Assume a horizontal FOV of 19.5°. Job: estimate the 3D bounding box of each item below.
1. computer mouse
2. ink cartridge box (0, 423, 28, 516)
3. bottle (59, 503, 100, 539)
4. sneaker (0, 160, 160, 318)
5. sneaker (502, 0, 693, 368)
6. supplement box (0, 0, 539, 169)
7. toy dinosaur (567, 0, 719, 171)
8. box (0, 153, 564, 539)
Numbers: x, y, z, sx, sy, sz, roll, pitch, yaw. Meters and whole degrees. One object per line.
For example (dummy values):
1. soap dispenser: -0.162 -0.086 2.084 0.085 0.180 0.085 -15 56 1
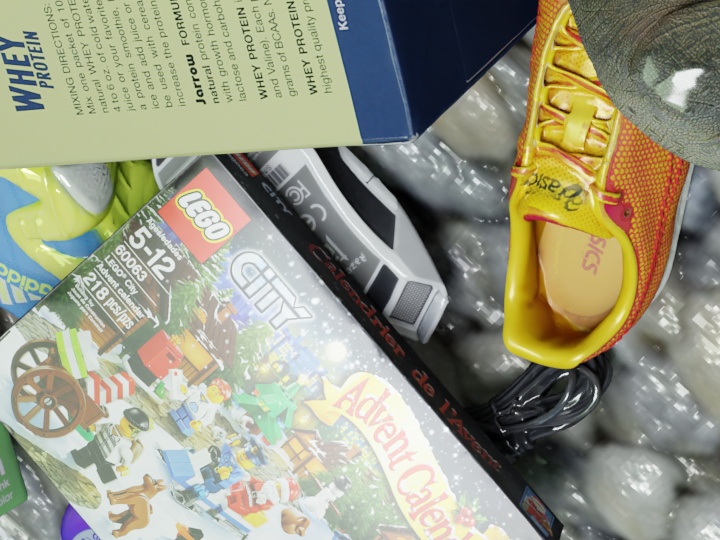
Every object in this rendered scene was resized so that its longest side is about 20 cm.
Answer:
1. computer mouse: 0.000 0.000 0.833 0.200 0.044 0.110 49 123 -1
2. ink cartridge box: -0.242 0.018 0.925 0.145 0.084 0.201 12 122 44
3. bottle: -0.093 0.126 0.936 0.083 0.065 0.201 21 123 18
4. sneaker: -0.148 -0.046 0.870 0.105 0.076 0.200 -22 104 35
5. sneaker: 0.089 -0.055 0.740 0.073 0.077 0.201 13 119 24
6. supplement box: -0.064 -0.153 0.732 0.199 0.134 0.201 -3 114 28
7. toy dinosaur: 0.128 -0.070 0.679 0.199 0.077 0.103 22 89 -20
8. box: -0.038 0.070 0.808 0.137 0.038 0.200 -41 90 15
